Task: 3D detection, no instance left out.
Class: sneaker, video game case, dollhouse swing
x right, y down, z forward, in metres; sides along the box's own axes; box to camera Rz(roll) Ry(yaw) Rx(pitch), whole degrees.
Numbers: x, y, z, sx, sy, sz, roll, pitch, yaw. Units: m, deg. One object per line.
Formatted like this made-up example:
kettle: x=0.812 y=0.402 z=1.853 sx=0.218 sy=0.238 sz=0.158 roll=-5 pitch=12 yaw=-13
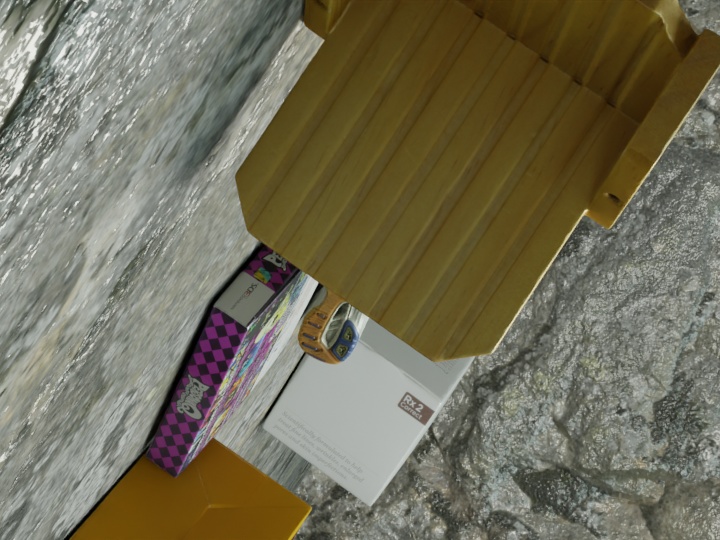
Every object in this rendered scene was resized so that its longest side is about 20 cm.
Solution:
sneaker: x=0.000 y=0.000 z=1.862 sx=0.200 sy=0.075 sz=0.088 roll=-52 pitch=-170 yaw=39
video game case: x=-0.081 y=0.042 z=1.459 sx=0.181 sy=0.036 sz=0.200 roll=-52 pitch=173 yaw=-43
dollhouse swing: x=0.042 y=-0.074 z=0.961 sx=0.176 sy=0.199 sz=0.182 roll=-54 pitch=175 yaw=-13

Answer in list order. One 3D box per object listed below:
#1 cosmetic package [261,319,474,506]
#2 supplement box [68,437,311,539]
cosmetic package: x=0.013 y=0.141 z=2.263 sx=0.166 sy=0.164 sz=0.200 roll=-57 pitch=174 yaw=21
supplement box: x=-0.168 y=0.264 z=1.502 sx=0.201 sy=0.132 sz=0.197 roll=-60 pitch=174 yaw=37
